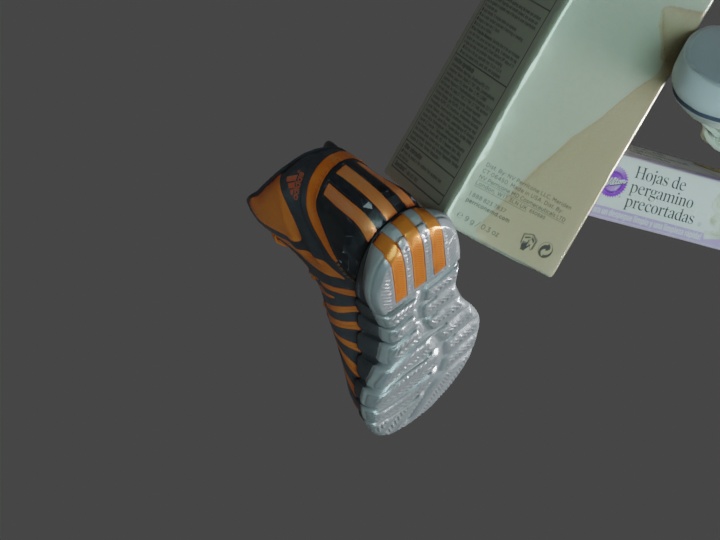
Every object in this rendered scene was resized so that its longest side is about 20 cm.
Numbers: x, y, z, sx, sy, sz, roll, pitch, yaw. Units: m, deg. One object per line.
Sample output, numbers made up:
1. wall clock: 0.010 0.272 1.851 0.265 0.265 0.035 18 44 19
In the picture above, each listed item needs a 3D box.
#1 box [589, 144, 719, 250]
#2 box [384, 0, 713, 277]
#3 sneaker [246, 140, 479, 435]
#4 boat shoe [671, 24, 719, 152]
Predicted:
1. box: 0.207 -0.033 1.367 0.200 0.041 0.039 14 103 -21
2. box: 0.104 -0.109 1.277 0.078 0.095 0.200 26 100 -26
3. sneaker: 0.000 0.000 1.293 0.078 0.112 0.200 -35 151 -22
4. boat shoe: 0.211 -0.090 1.289 0.071 0.200 0.070 31 115 17
